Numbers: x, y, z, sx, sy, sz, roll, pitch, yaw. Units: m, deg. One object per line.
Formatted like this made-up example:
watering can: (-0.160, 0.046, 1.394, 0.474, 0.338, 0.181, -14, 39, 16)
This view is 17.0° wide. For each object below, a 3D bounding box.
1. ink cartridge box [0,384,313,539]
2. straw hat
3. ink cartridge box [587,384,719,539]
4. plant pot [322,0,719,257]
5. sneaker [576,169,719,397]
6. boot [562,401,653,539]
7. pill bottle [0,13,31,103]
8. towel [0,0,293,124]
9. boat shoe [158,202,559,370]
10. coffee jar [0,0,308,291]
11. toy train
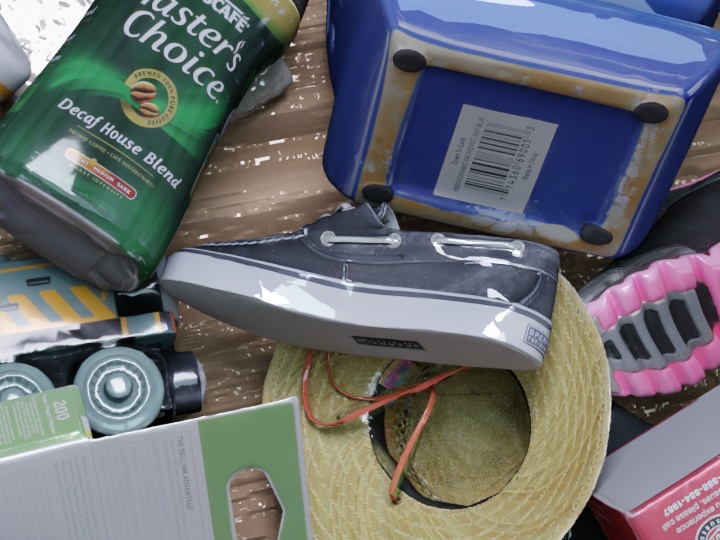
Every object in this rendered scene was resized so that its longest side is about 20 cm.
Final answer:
ink cartridge box: (-0.126, 0.123, 1.169, 0.198, 0.146, 0.048, -13, 40, -10)
straw hat: (0.054, 0.081, 1.220, 0.200, 0.085, 0.203, -10, 69, 27)
ink cartridge box: (0.220, 0.154, 1.141, 0.145, 0.145, 0.201, -31, 94, -4)
plant pot: (0.082, -0.127, 1.185, 0.198, 0.201, 0.181, 12, 57, -4)
sneaker: (0.172, -0.006, 1.259, 0.199, 0.095, 0.079, -30, 125, -19)
boot: (0.186, 0.110, 1.246, 0.161, 0.073, 0.200, 23, 82, -3)
pill bottle: (-0.272, -0.081, 1.189, 0.199, 0.112, 0.112, -38, 86, 3)
towel: (-0.145, -0.140, 1.268, 0.132, 0.034, 0.201, -37, 87, -11)
boat shoe: (0.000, 0.000, 1.176, 0.198, 0.072, 0.068, 7, 72, 20)
coffee jar: (-0.103, -0.097, 1.191, 0.104, 0.085, 0.201, 32, 67, -8)
toy train: (-0.180, 0.045, 1.207, 0.198, 0.085, 0.115, -9, 71, -9)
